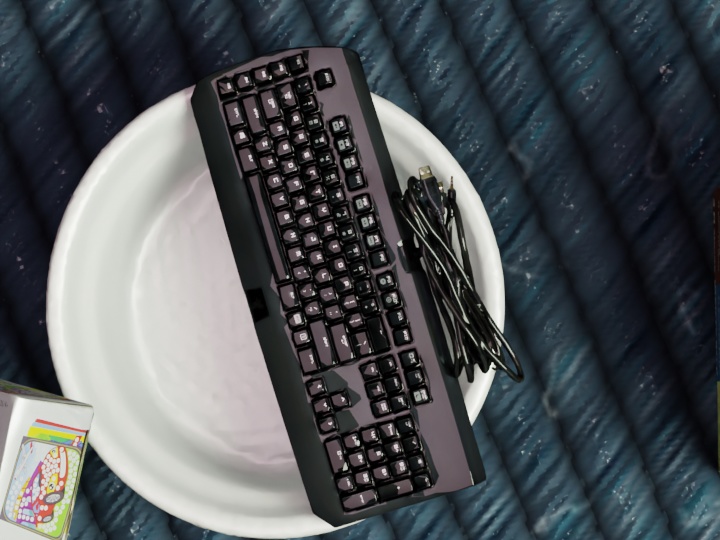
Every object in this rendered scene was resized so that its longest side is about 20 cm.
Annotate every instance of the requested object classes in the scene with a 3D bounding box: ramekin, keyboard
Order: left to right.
[{"bbox_3d":[-0.034,0.015,1.001,0.199,0.098,0.202,0,89,5],"label":"ramekin"},{"bbox_3d":[0.000,0.000,0.930,0.104,0.040,0.201,-18,88,4],"label":"keyboard"}]

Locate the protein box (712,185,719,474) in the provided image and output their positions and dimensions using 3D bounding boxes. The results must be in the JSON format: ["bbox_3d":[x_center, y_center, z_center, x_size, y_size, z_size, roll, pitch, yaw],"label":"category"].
[{"bbox_3d":[0.255,0.024,0.927,0.199,0.199,0.136,-1,88,4],"label":"protein box"}]

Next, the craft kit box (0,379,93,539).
[{"bbox_3d":[-0.202,0.138,0.975,0.048,0.199,0.199,14,86,-40],"label":"craft kit box"}]
